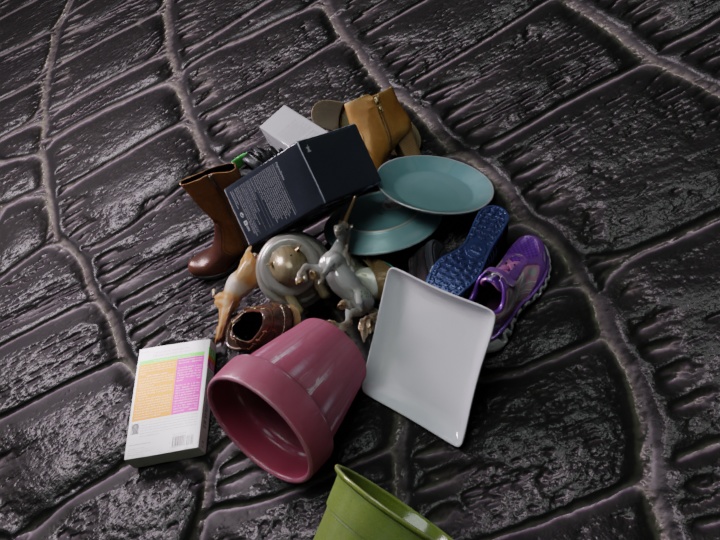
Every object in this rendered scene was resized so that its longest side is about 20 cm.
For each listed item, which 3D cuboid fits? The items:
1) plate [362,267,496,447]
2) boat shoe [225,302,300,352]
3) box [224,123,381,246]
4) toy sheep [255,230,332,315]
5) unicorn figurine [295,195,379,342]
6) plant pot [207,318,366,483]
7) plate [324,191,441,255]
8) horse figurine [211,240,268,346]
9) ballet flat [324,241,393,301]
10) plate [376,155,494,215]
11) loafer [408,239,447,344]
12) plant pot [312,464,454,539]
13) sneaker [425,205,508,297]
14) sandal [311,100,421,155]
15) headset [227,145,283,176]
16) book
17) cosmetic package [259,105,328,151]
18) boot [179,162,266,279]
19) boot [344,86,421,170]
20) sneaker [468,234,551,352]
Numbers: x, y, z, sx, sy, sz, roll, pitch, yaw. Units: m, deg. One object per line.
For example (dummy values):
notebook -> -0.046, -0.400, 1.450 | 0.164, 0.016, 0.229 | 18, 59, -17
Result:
plate -> 0.098, 0.118, 1.316 | 0.199, 0.032, 0.201 | 24, 108, 39
boat shoe -> -0.172, 0.089, 1.465 | 0.199, 0.070, 0.071 | -26, 71, 53
box -> -0.094, -0.138, 1.497 | 0.199, 0.108, 0.148 | -26, 0, 43
toy sheep -> -0.106, 0.002, 1.499 | 0.136, 0.200, 0.139 | 0, 85, -2
unicorn figurine -> -0.030, 0.007, 1.406 | 0.073, 0.202, 0.137 | -20, 6, 36
plant pot -> -0.093, 0.173, 1.339 | 0.199, 0.201, 0.179 | 15, 47, 36
plate -> 0.035, -0.090, 1.532 | 0.198, 0.026, 0.201 | -9, 32, 6
horse figurine -> -0.202, 0.016, 1.579 | 0.200, 0.050, 0.133 | -51, 22, 16
ballet flat -> 0.000, 0.000, 1.493 | 0.072, 0.068, 0.200 | -11, 37, -27
plate -> 0.121, -0.135, 1.528 | 0.198, 0.026, 0.201 | 5, 33, -3
loafer -> 0.104, 0.045, 1.418 | 0.063, 0.072, 0.201 | -27, 42, 33
plant pot -> 0.002, 0.374, 1.132 | 0.199, 0.200, 0.191 | 27, 81, 40
sneaker -> 0.165, -0.006, 1.399 | 0.070, 0.078, 0.200 | 29, 63, 24
sandal -> 0.015, -0.264, 1.705 | 0.210, 0.070, 0.078 | 17, 93, 7
headset -> -0.210, -0.191, 1.752 | 0.199, 0.094, 0.124 | -2, 53, 41
book -> -0.307, 0.214, 1.512 | 0.132, 0.048, 0.201 | -12, 50, 16
cosmetic package -> -0.093, -0.218, 1.707 | 0.074, 0.102, 0.200 | -43, 45, -12
boot -> -0.257, -0.081, 1.614 | 0.187, 0.200, 0.069 | -17, 47, 15
boot -> 0.002, -0.223, 1.612 | 0.200, 0.145, 0.071 | -33, 10, -19
sneaker -> 0.212, 0.020, 1.358 | 0.080, 0.089, 0.201 | 17, 62, 38
